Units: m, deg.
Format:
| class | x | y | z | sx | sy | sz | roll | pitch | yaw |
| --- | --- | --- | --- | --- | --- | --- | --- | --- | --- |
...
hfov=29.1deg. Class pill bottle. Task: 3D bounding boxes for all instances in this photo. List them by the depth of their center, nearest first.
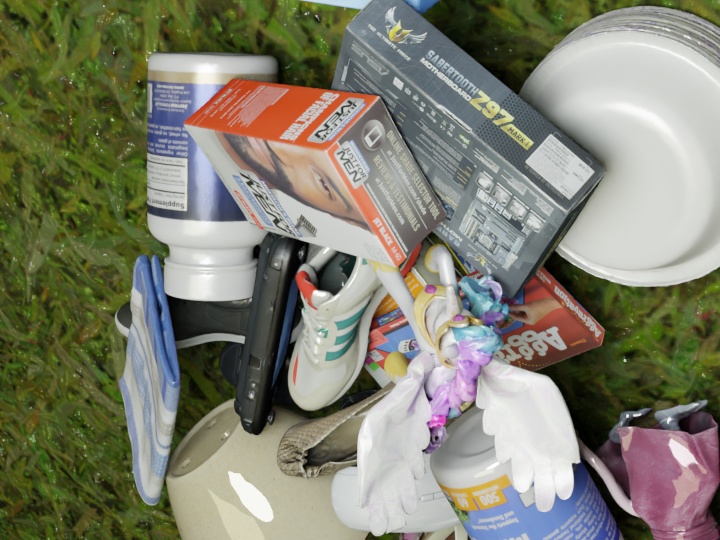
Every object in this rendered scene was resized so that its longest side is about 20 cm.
| class | x | y | z | sx | sy | sz | roll | pitch | yaw |
| --- | --- | --- | --- | --- | --- | --- | --- | --- | --- |
| pill bottle | 0.147 | 0.209 | 1.132 | 0.111 | 0.112 | 0.201 | -18 | 111 | 36 |
| pill bottle | -0.124 | -0.081 | 1.171 | 0.110 | 0.111 | 0.203 | 7 | 101 | 27 |

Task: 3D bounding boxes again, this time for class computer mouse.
| class | x | y | z | sx | sy | sz | roll | pitch | yaw |
| --- | --- | --- | --- | --- | --- | --- | --- | --- | --- |
| computer mouse | 0.073 | 0.191 | 1.200 | 0.197 | 0.044 | 0.111 | -8 | 98 | -4 |
| computer mouse | -0.043 | 0.108 | 1.324 | 0.198 | 0.034 | 0.059 | 18 | 108 | 15 |

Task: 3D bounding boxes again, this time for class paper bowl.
| class | x | y | z | sx | sy | sz | roll | pitch | yaw |
| --- | --- | --- | --- | --- | --- | --- | --- | --- | --- |
| paper bowl | 0.202 | -0.082 | 1.018 | 0.198 | 0.104 | 0.203 | 15 | 123 | 24 |

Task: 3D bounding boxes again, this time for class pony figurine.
| class | x | y | z | sx | sy | sz | roll | pitch | yaw |
| --- | --- | --- | --- | --- | --- | --- | --- | --- | --- |
| pony figurine | 0.060 | 0.077 | 1.019 | 0.164 | 0.200 | 0.196 | -12 | 109 | -8 |

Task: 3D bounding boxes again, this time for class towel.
| class | x | y | z | sx | sy | sz | roll | pitch | yaw |
| --- | --- | --- | --- | --- | --- | --- | --- | --- | --- |
| towel | -0.190 | 0.101 | 1.245 | 0.201 | 0.023 | 0.148 | 108 | 152 | -49 |

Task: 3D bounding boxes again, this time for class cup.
| class | x | y | z | sx | sy | sz | roll | pitch | yaw |
| --- | --- | --- | --- | --- | --- | --- | --- | --- | --- |
| cup | -0.097 | 0.203 | 1.280 | 0.199 | 0.201 | 0.143 | -28 | 113 | 38 |

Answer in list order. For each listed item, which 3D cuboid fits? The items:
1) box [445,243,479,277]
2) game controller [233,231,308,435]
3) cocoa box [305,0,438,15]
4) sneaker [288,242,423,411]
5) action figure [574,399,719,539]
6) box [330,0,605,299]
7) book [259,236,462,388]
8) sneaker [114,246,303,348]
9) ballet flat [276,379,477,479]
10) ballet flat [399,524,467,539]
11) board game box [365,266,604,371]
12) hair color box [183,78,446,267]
| class | x | y | z | sx | sy | sz | roll | pitch | yaw |
| --- | --- | --- | --- | --- | --- | --- | --- | --- | --- |
| box | 0.071 | -0.092 | 1.109 | 0.064 | 0.070 | 0.201 | -29 | 100 | 40 |
| game controller | -0.070 | 0.041 | 1.194 | 0.042 | 0.104 | 0.202 | 19 | 120 | 11 |
| cocoa box | -0.019 | -0.278 | 1.016 | 0.198 | 0.131 | 0.135 | 13 | 123 | 24 |
| sneaker | -0.029 | 0.029 | 1.141 | 0.070 | 0.093 | 0.201 | 46 | 118 | 34 |
| action figure | 0.257 | 0.210 | 1.113 | 0.147 | 0.134 | 0.203 | -13 | 86 | 5 |
| box | 0.066 | -0.085 | 0.991 | 0.200 | 0.051 | 0.158 | 41 | 157 | 9 |
| book | 0.000 | 0.000 | 1.223 | 0.200 | 0.048 | 0.133 | 49 | 132 | -1 |
| sneaker | -0.152 | 0.017 | 1.294 | 0.197 | 0.071 | 0.100 | 0 | 133 | 23 |
| ballet flat | 0.016 | 0.130 | 1.169 | 0.198 | 0.046 | 0.068 | -23 | 106 | 16 |
| ballet flat | 0.093 | 0.222 | 1.274 | 0.068 | 0.072 | 0.201 | 14 | 132 | -19 |
| board game box | 0.093 | 0.054 | 1.145 | 0.103 | 0.020 | 0.199 | 42 | 137 | -21 |
| hair color box | -0.038 | -0.077 | 1.040 | 0.199 | 0.064 | 0.111 | 15 | 144 | 52 |
